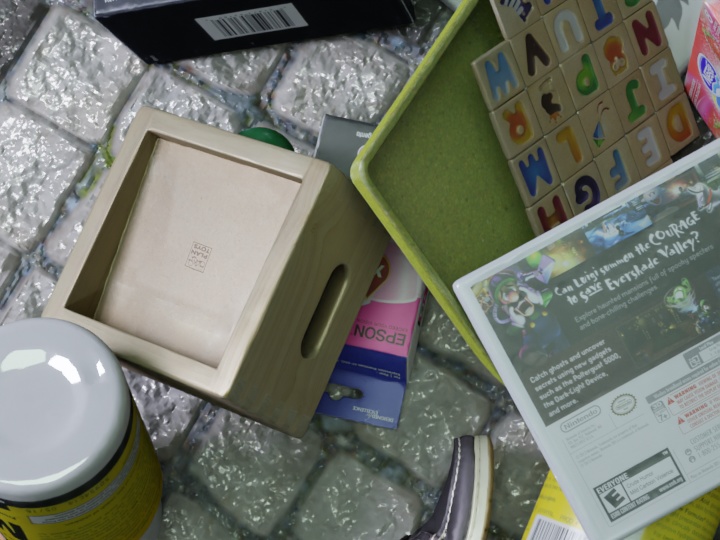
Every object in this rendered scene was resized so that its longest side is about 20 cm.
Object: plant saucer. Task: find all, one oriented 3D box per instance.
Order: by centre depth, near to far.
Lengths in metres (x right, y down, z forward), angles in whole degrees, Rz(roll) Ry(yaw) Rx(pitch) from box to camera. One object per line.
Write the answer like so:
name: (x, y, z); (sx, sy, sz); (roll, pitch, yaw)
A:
plant saucer: (0.078, -0.061, 1.197); (0.048, 0.200, 0.200); (-1, 46, 43)

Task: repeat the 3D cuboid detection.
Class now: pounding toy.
pounding toy: (-0.060, -0.009, 1.215); (0.184, 0.142, 0.200); (19, 80, 31)

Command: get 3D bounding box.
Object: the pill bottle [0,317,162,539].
pill bottle: (-0.185, 0.121, 1.181); (0.114, 0.200, 0.114); (-2, 62, 3)

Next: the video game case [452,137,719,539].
video game case: (0.184, 0.041, 1.131); (0.200, 0.023, 0.182); (-28, 88, -3)

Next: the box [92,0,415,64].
box: (-0.075, -0.262, 1.281); (0.200, 0.123, 0.199); (-7, 79, 10)

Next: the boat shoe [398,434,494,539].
boat shoe: (0.042, 0.200, 1.216); (0.065, 0.072, 0.200); (12, 87, 4)

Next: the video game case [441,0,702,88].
video game case: (0.161, -0.215, 1.302); (0.200, 0.022, 0.182); (42, 87, 12)

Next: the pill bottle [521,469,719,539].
pill bottle: (0.179, 0.126, 1.192); (0.111, 0.111, 0.200); (22, 83, 10)

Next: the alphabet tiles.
alphabet tiles: (0.148, -0.109, 1.215); (0.166, 0.006, 0.200); (-35, 113, -33)

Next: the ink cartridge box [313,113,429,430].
ink cartridge box: (0.000, 0.000, 1.276); (0.095, 0.037, 0.200); (11, 83, 9)

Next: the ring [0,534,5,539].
ring: (-0.208, 0.256, 1.261); (0.200, 0.019, 0.201); (-1, 80, 7)

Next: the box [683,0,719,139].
box: (0.274, -0.128, 1.182); (0.103, 0.200, 0.095); (-32, 78, 1)
